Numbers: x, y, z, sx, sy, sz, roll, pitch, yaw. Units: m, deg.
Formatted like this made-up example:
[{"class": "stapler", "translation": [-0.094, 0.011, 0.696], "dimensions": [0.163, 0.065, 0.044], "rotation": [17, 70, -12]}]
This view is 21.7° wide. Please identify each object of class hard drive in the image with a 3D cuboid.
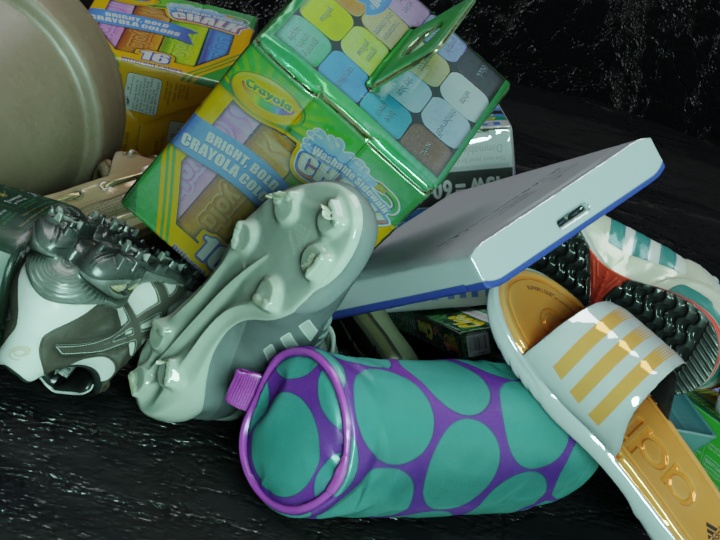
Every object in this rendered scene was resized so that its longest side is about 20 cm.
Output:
[{"class": "hard drive", "translation": [0.064, -0.020, 1.055], "dimensions": [0.132, 0.025, 0.200], "rotation": [-33, 9, -26]}]

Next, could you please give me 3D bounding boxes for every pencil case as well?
[{"class": "pencil case", "translation": [0.033, 0.082, 0.974], "dimensions": [0.200, 0.085, 0.092], "rotation": [5, 30, -44]}]

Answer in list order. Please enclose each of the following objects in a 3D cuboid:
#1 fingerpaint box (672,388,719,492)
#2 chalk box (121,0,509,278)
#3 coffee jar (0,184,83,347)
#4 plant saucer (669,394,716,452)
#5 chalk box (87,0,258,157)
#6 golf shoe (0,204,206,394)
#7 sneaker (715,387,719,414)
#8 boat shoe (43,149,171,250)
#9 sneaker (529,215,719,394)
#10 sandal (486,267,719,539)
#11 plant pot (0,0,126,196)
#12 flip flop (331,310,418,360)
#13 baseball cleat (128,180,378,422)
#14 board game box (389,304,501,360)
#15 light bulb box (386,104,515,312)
[{"class": "fingerpaint box", "translation": [0.270, 0.131, 1.083], "dimensions": [0.167, 0.073, 0.200], "rotation": [11, 12, -20]}, {"class": "chalk box", "translation": [-0.014, -0.082, 1.013], "dimensions": [0.124, 0.200, 0.124], "rotation": [41, 41, -4]}, {"class": "coffee jar", "translation": [-0.264, -0.020, 1.065], "dimensions": [0.200, 0.085, 0.104], "rotation": [18, 19, 12]}, {"class": "plant saucer", "translation": [0.145, 0.051, 1.124], "dimensions": [0.070, 0.019, 0.200], "rotation": [11, 23, -17]}, {"class": "chalk box", "translation": [-0.149, -0.126, 1.370], "dimensions": [0.124, 0.125, 0.200], "rotation": [13, 25, -3]}, {"class": "golf shoe", "translation": [-0.145, 0.020, 1.027], "dimensions": [0.078, 0.095, 0.200], "rotation": [30, 4, 15]}, {"class": "sneaker", "translation": [0.301, 0.037, 1.058], "dimensions": [0.199, 0.130, 0.079], "rotation": [10, 13, -20]}, {"class": "boat shoe", "translation": [-0.142, -0.046, 1.183], "dimensions": [0.200, 0.071, 0.065], "rotation": [-25, 77, -30]}, {"class": "sneaker", "translation": [0.160, 0.012, 1.130], "dimensions": [0.093, 0.070, 0.200], "rotation": [6, 24, -46]}, {"class": "sandal", "translation": [0.151, 0.071, 0.983], "dimensions": [0.207, 0.059, 0.079], "rotation": [51, 38, 1]}, {"class": "plant pot", "translation": [-0.275, -0.090, 1.199], "dimensions": [0.200, 0.200, 0.175], "rotation": [18, 28, 11]}, {"class": "flip flop", "translation": [0.000, 0.000, 1.183], "dimensions": [0.058, 0.081, 0.200], "rotation": [-24, 56, -11]}, {"class": "baseball cleat", "translation": [-0.037, 0.019, 0.973], "dimensions": [0.106, 0.200, 0.070], "rotation": [11, 56, -38]}, {"class": "board game box", "translation": [0.083, 0.027, 1.309], "dimensions": [0.105, 0.023, 0.200], "rotation": [-8, 10, -16]}, {"class": "light bulb box", "translation": [0.010, -0.049, 1.347], "dimensions": [0.198, 0.125, 0.200], "rotation": [-5, 11, 1]}]
